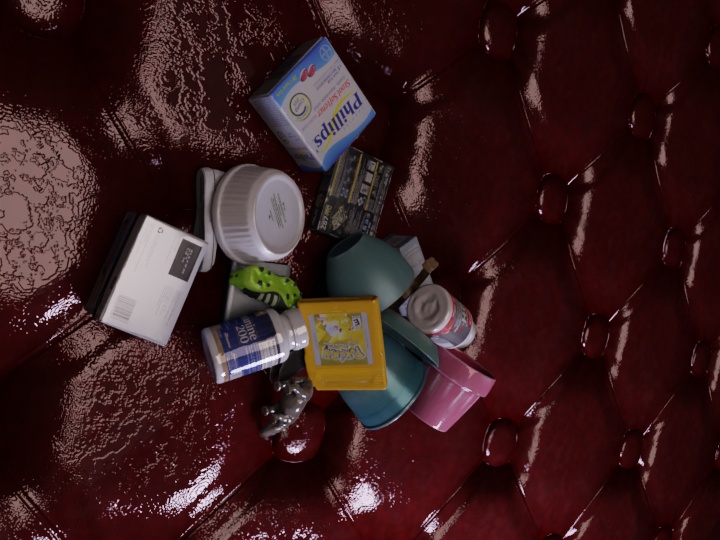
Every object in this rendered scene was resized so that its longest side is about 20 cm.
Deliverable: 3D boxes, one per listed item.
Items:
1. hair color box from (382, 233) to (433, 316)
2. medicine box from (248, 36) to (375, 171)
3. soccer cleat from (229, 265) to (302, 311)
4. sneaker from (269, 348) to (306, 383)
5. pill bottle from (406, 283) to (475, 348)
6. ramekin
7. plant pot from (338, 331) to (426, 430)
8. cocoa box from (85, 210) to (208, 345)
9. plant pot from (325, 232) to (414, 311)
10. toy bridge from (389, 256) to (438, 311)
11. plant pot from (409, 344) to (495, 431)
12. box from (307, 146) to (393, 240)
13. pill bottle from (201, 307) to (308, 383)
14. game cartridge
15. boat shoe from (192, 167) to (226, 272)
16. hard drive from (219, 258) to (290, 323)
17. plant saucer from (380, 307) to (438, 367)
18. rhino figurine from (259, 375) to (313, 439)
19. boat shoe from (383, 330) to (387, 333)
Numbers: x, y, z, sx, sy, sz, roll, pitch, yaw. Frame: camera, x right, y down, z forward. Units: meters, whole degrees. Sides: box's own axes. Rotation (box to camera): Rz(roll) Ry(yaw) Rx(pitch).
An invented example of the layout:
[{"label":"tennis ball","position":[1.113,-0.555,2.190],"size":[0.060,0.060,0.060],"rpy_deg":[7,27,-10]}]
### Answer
[{"label":"hair color box","position":[0.116,0.017,1.608],"size":[0.060,0.098,0.203],"rpy_deg":[-34,115,-27]},{"label":"medicine box","position":[-0.097,-0.342,1.400],"size":[0.183,0.102,0.201],"rpy_deg":[-50,121,-18]},{"label":"soccer cleat","position":[-0.189,0.039,1.378],"size":[0.200,0.080,0.069],"rpy_deg":[39,52,-54]},{"label":"sneaker","position":[-0.124,0.161,1.475],"size":[0.199,0.059,0.106],"rpy_deg":[-31,123,-42]},{"label":"pill bottle","position":[0.192,0.114,1.537],"size":[0.199,0.109,0.112],"rpy_deg":[35,76,-54]},{"label":"ramekin","position":[-0.193,-0.111,1.331],"size":[0.201,0.093,0.207],"rpy_deg":[-6,97,-56]},{"label":"plant pot","position":[0.018,0.220,1.522],"size":[0.188,0.199,0.201],"rpy_deg":[48,70,-17]},{"label":"cocoa box","position":[-0.391,0.011,1.225],"size":[0.132,0.130,0.203],"rpy_deg":[27,82,-34]},{"label":"plant pot","position":[0.000,0.000,1.460],"size":[0.200,0.199,0.136],"rpy_deg":[-42,110,-23]},{"label":"toy bridge","position":[0.111,0.042,1.521],"size":[0.027,0.201,0.067],"rpy_deg":[45,35,9]},{"label":"plant pot","position":[0.209,0.289,1.673],"size":[0.198,0.200,0.181],"rpy_deg":[30,95,-34]},{"label":"box","position":[-0.019,-0.166,1.515],"size":[0.159,0.049,0.204],"rpy_deg":[17,87,-38]},{"label":"pill bottle","position":[-0.208,0.141,1.337],"size":[0.197,0.111,0.113],"rpy_deg":[-17,107,-21]},{"label":"game cartridge","position":[-0.037,0.155,1.405],"size":[0.032,0.172,0.204],"rpy_deg":[-53,137,-69]},{"label":"boat shoe","position":[-0.286,-0.098,1.319],"size":[0.066,0.073,0.205],"rpy_deg":[1,96,-34]},{"label":"hard drive","position":[-0.226,0.081,1.415],"size":[0.137,0.033,0.205],"rpy_deg":[7,93,-36]},{"label":"plant saucer","position":[0.099,0.136,1.461],"size":[0.200,0.199,0.036],"rpy_deg":[42,82,-32]},{"label":"rhino figurine","position":[-0.163,0.301,1.440],"size":[0.086,0.060,0.202],"rpy_deg":[-2,132,-43]},{"label":"boat shoe","position":[0.055,0.123,1.617],"size":[0.066,0.057,0.203],"rpy_deg":[-21,109,7]}]
